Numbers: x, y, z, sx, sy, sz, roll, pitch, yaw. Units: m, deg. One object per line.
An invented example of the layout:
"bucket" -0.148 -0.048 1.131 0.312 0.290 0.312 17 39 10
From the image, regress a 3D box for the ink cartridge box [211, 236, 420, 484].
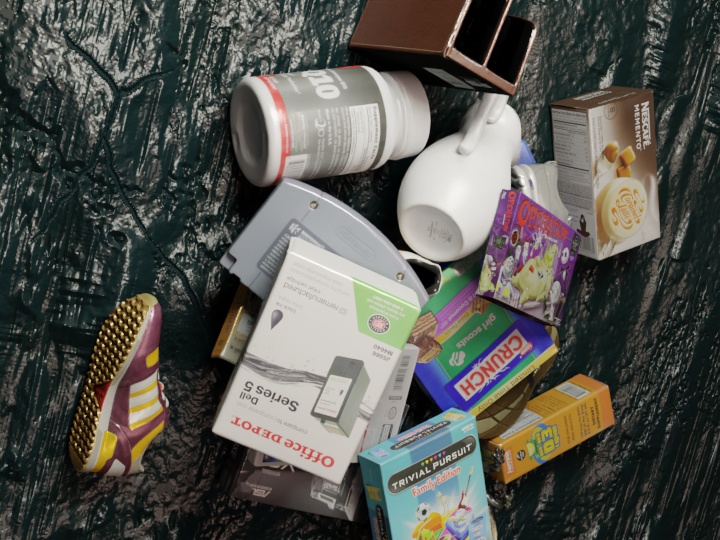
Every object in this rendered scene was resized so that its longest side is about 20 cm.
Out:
"ink cartridge box" -0.045 0.091 1.026 0.144 0.084 0.202 23 100 -6

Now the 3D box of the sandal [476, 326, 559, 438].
"sandal" 0.198 0.144 1.361 0.200 0.054 0.081 -49 136 -27

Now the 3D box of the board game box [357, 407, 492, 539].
"board game box" 0.084 0.289 1.224 0.150 0.047 0.203 -20 108 -33

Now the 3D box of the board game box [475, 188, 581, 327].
"board game box" 0.198 -0.009 1.174 0.199 0.032 0.122 21 79 -56

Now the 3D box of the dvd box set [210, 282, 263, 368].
"dvd box set" -0.070 0.034 1.149 0.145 0.029 0.202 30 72 -32

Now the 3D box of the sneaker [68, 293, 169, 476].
"sneaker" -0.240 0.123 1.088 0.089 0.075 0.202 16 101 -41

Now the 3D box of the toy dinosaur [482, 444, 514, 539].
"toy dinosaur" 0.155 0.278 1.314 0.047 0.088 0.202 -19 83 -49

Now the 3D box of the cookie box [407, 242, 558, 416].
"cookie box" 0.125 0.069 1.262 0.170 0.075 0.201 -38 118 -3

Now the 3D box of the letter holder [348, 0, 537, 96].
"letter holder" 0.097 -0.281 1.098 0.100 0.199 0.144 21 92 -33

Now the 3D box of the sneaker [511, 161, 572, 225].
"sneaker" 0.240 -0.042 1.293 0.081 0.075 0.203 -19 110 -20

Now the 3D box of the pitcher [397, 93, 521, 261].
"pitcher" 0.121 -0.122 1.148 0.201 0.120 0.173 -56 159 -39

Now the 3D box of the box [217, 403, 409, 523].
"box" -0.055 0.207 1.224 0.198 0.050 0.160 21 91 -32

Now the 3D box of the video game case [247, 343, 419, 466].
"video game case" -0.027 0.148 1.147 0.198 0.018 0.145 7 102 -40

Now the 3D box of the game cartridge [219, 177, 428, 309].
"game cartridge" -0.032 0.002 1.067 0.199 0.041 0.134 39 104 -9

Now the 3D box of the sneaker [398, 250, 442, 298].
"sneaker" 0.000 0.000 1.119 0.197 0.080 0.075 1 88 -19

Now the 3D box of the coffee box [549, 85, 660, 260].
"coffee box" 0.324 -0.131 1.343 0.113 0.079 0.203 -18 112 -26

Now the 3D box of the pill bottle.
"pill bottle" -0.032 -0.161 1.105 0.198 0.114 0.116 -12 109 -28

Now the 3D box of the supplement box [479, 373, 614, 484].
"supplement box" 0.253 0.217 1.402 0.198 0.069 0.067 -23 111 -21

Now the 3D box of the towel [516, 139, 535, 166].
"towel" 0.163 -0.058 1.301 0.199 0.024 0.146 -37 118 -18
